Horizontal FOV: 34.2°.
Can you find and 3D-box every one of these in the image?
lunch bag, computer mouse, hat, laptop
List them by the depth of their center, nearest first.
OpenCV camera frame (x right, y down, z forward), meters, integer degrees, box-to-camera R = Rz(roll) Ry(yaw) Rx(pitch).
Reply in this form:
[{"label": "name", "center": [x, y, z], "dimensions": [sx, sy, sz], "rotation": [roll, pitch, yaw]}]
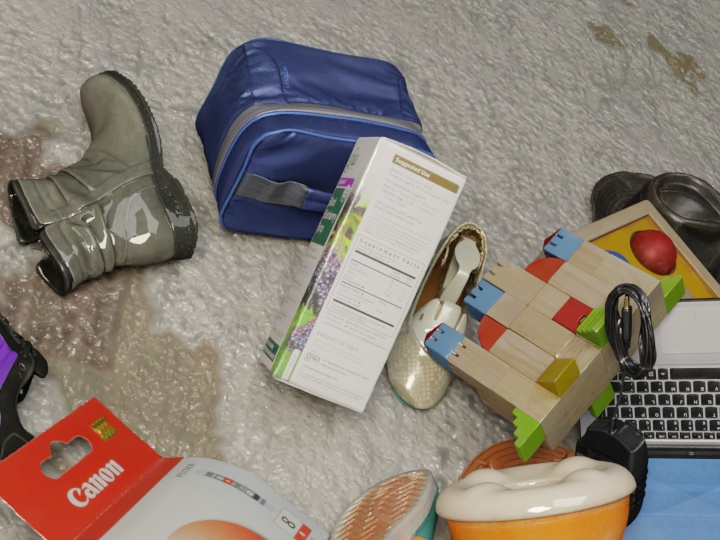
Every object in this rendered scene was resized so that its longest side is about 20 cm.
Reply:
[{"label": "computer mouse", "center": [0.200, 0.105, 0.889], "dimensions": [0.034, 0.201, 0.059], "rotation": [-11, 24, -36]}, {"label": "laptop", "center": [0.258, 0.130, 0.930], "dimensions": [0.116, 0.186, 0.201], "rotation": [-24, 111, -69]}, {"label": "lunch bag", "center": [-0.033, -0.099, 1.017], "dimensions": [0.199, 0.136, 0.133], "rotation": [5, 51, -27]}, {"label": "hat", "center": [0.345, -0.049, 1.240], "dimensions": [0.200, 0.081, 0.201], "rotation": [17, 47, -19]}]

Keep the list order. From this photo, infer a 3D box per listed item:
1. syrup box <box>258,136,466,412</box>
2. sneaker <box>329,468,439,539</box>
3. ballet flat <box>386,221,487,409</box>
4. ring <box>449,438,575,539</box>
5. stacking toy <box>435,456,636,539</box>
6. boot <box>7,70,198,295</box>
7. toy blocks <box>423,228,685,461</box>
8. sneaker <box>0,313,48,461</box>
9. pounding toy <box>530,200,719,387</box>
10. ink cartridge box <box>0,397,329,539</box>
[{"label": "syrup box", "center": [0.000, 0.000, 0.915], "dimensions": [0.081, 0.079, 0.201], "rotation": [23, 90, -15]}, {"label": "sneaker", "center": [0.018, 0.224, 0.841], "dimensions": [0.080, 0.071, 0.200], "rotation": [66, 28, -18]}, {"label": "ballet flat", "center": [0.070, 0.030, 1.026], "dimensions": [0.067, 0.062, 0.200], "rotation": [26, 46, -9]}, {"label": "ring", "center": [0.164, 0.224, 0.954], "dimensions": [0.200, 0.019, 0.201], "rotation": [16, 47, -18]}, {"label": "stacking toy", "center": [0.138, 0.243, 0.846], "dimensions": [0.146, 0.146, 0.201], "rotation": [-6, 86, -34]}, {"label": "boot", "center": [-0.223, -0.079, 0.944], "dimensions": [0.130, 0.068, 0.200], "rotation": [-13, 61, -31]}, {"label": "toy blocks", "center": [0.147, 0.045, 0.956], "dimensions": [0.137, 0.100, 0.200], "rotation": [33, 73, 37]}, {"label": "sneaker", "center": [-0.270, 0.054, 0.809], "dimensions": [0.099, 0.070, 0.201], "rotation": [3, 57, -37]}, {"label": "pounding toy", "center": [0.276, 0.041, 1.082], "dimensions": [0.184, 0.142, 0.200], "rotation": [-22, 67, -40]}, {"label": "ink cartridge box", "center": [-0.125, 0.158, 0.773], "dimensions": [0.200, 0.050, 0.162], "rotation": [42, 18, 2]}]
